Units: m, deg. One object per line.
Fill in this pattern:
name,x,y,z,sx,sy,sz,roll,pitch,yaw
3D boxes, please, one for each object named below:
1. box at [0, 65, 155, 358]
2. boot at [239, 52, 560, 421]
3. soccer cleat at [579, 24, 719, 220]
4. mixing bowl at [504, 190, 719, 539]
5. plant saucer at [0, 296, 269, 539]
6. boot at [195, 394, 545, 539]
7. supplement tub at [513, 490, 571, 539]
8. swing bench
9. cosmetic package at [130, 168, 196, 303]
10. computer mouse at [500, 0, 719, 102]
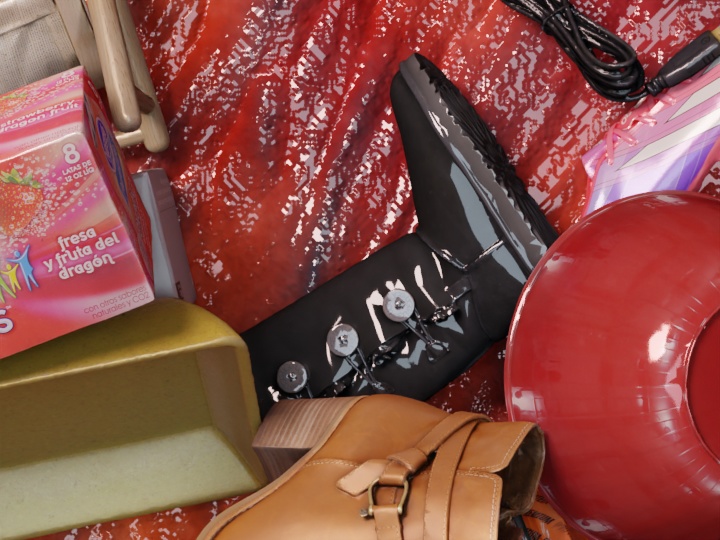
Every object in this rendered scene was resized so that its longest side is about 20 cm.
box,-0.208,-0.011,0.982,0.199,0.103,0.095,-20,115,3
boot,0.000,0.001,1.124,0.200,0.066,0.165,-36,76,16
soccer cleat,0.168,-0.072,1.125,0.076,0.067,0.201,29,95,3
mixing bowl,0.185,0.057,1.038,0.199,0.108,0.202,0,90,-18
plant saucer,-0.153,0.078,1.073,0.198,0.200,0.049,-11,62,-3
boot,0.001,0.145,1.010,0.154,0.074,0.201,3,56,27
supplement tub,0.025,0.193,1.105,0.199,0.123,0.123,-20,93,-1
swing bench,-0.228,-0.140,1.086,0.198,0.130,0.201,-15,88,1
cosmetic package,-0.195,0.006,1.102,0.199,0.107,0.091,-16,94,-1
computer mouse,0.174,-0.189,1.105,0.200,0.046,0.141,-38,71,2
